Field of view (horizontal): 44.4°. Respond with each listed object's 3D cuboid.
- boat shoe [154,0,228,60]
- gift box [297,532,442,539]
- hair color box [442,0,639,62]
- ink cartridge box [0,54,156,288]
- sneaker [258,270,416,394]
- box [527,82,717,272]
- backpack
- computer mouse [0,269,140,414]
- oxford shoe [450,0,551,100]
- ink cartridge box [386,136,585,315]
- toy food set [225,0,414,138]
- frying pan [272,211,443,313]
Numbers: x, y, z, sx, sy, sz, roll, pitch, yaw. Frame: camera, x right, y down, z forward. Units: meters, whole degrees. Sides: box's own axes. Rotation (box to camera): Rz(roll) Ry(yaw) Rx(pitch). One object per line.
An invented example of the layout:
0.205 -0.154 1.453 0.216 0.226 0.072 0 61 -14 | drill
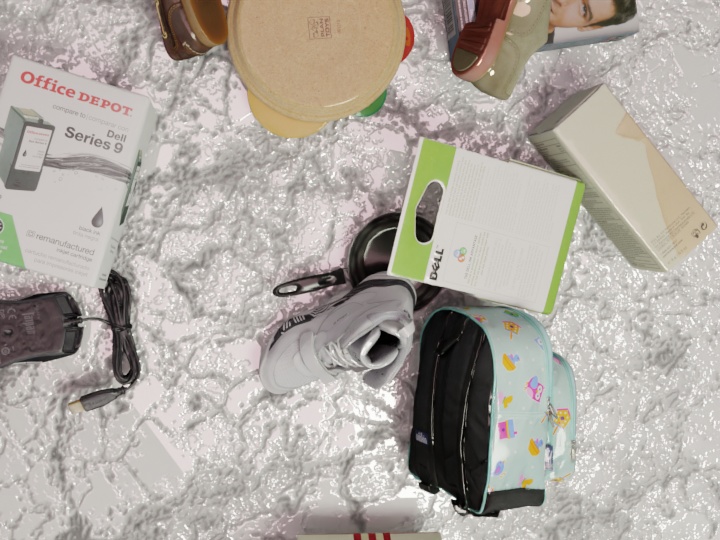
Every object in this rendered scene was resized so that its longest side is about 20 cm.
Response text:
-0.196 -0.320 0.911 0.070 0.070 0.202 -11 90 35 | boat shoe
0.003 0.398 0.935 0.183 0.187 0.202 6 114 -8 | gift box
0.192 -0.290 0.955 0.198 0.061 0.100 -9 96 -5 | hair color box
-0.307 -0.097 0.897 0.145 0.084 0.202 16 85 -8 | ink cartridge box
-0.025 0.083 0.921 0.199 0.115 0.075 -33 112 10 | sneaker
0.283 -0.099 0.964 0.078 0.095 0.200 -41 99 -2 | box
0.137 0.135 0.930 0.152 0.176 0.202 -6 97 -21 | backpack
-0.334 0.089 0.941 0.198 0.046 0.142 -15 88 -15 | computer mouse
0.165 -0.271 0.901 0.074 0.071 0.201 28 91 -32 | oxford shoe
0.122 -0.049 0.937 0.198 0.076 0.149 13 93 -21 | ink cartridge box
-0.043 -0.253 0.941 0.197 0.049 0.201 -21 96 -4 | toy food set
0.011 0.014 0.976 0.189 0.031 0.115 -34 98 1 | frying pan
